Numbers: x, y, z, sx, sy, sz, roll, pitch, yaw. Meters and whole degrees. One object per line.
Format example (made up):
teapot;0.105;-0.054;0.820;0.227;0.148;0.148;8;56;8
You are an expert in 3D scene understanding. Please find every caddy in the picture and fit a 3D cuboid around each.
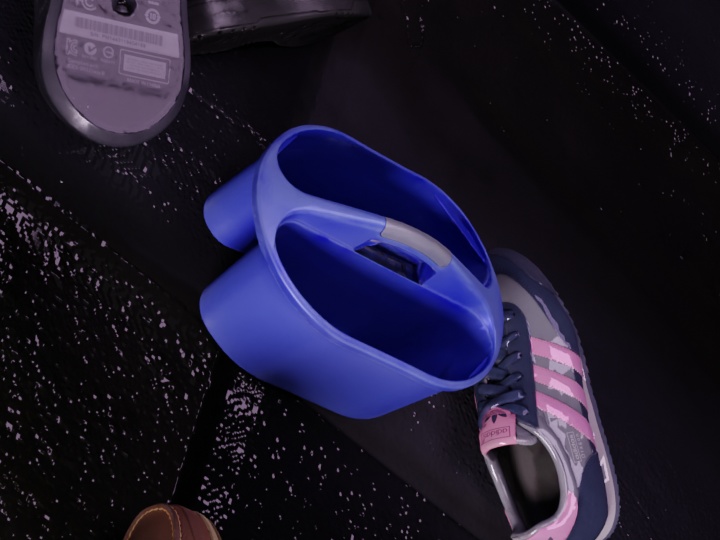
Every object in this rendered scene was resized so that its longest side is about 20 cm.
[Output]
caddy;0.000;0.000;1.144;0.200;0.105;0.142;26;50;-37

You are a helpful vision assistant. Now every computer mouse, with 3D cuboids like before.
computer mouse;-0.135;-0.159;1.111;0.138;0.053;0.200;15;70;-25

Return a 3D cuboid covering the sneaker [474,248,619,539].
sneaker;0.101;0.080;1.226;0.082;0.070;0.200;-2;68;-54

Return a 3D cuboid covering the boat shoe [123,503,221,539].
boat shoe;-0.114;0.191;0.923;0.068;0.072;0.200;38;46;-30

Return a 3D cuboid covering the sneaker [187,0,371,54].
sneaker;-0.077;-0.193;1.216;0.200;0.060;0.104;-14;83;-48
